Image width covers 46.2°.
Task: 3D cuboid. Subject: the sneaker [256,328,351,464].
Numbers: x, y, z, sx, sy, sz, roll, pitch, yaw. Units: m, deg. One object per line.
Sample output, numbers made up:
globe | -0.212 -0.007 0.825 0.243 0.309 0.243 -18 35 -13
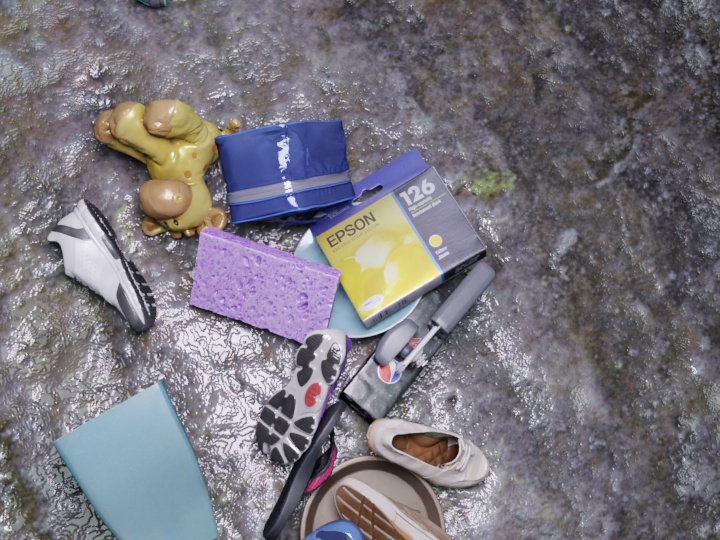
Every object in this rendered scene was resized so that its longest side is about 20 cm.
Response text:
sneaker | -0.065 0.169 1.123 0.080 0.083 0.201 34 101 17

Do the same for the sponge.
sponge | -0.131 0.023 1.142 0.197 0.030 0.113 18 114 5

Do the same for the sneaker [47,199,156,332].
sneaker | -0.349 0.005 1.146 0.080 0.074 0.201 -34 79 -1

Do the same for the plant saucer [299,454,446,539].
plant saucer | 0.016 0.351 1.128 0.197 0.029 0.203 2 76 -9

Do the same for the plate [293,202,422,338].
plate | 0.000 0.000 1.195 0.197 0.026 0.203 -4 70 10

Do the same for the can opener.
can opener | 0.104 0.061 1.137 0.066 0.053 0.200 45 73 5

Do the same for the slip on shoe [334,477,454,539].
slip on shoe | 0.055 0.334 1.096 0.199 0.077 0.061 34 33 9

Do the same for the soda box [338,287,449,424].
soda box | 0.057 0.117 1.176 0.071 0.063 0.200 39 73 3

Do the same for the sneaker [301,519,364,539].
sneaker | -0.082 0.383 1.053 0.199 0.082 0.074 -32 77 4

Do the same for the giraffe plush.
giraffe plush | -0.259 -0.130 1.161 0.198 0.171 0.165 6 84 -43

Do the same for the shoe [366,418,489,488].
shoe | 0.100 0.247 1.125 0.198 0.053 0.071 22 71 -27

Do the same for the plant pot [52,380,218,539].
plant pot | -0.265 0.262 1.052 0.140 0.141 0.202 -28 89 -15

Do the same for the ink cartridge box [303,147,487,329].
ink cartridge box | 0.043 -0.055 1.171 0.196 0.047 0.201 -31 71 -1

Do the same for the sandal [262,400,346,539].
sandal | -0.065 0.268 1.118 0.045 0.075 0.202 28 81 -7

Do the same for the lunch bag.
lunch bag | -0.095 -0.128 1.145 0.134 0.199 0.134 -6 97 28

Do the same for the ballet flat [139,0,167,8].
ballet flat | -0.313 -0.494 1.272 0.072 0.073 0.203 7 77 -7
